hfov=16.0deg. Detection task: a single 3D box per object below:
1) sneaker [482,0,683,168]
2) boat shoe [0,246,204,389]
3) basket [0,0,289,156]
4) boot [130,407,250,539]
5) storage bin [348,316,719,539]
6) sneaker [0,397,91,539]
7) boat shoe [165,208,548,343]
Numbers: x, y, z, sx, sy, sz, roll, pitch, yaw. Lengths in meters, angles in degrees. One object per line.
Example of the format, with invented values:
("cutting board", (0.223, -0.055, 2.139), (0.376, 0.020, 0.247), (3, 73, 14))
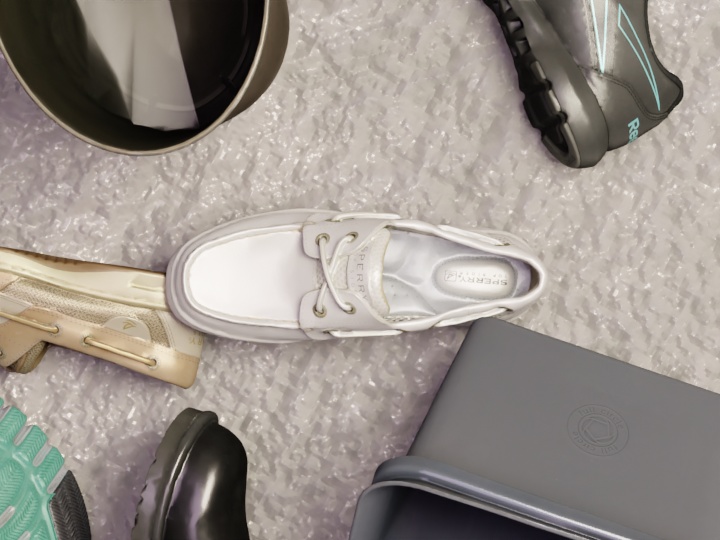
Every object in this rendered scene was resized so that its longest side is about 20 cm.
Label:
("sneaker", (0.102, -0.156, 1.354), (0.079, 0.075, 0.200), (-24, 92, -11))
("boat shoe", (-0.182, 0.022, 1.358), (0.200, 0.071, 0.065), (8, 87, 4))
("basket", (-0.102, -0.136, 1.295), (0.136, 0.200, 0.181), (-14, 85, 4))
("boot", (-0.037, 0.182, 1.333), (0.158, 0.079, 0.211), (6, 98, 12))
("storage bin", (0.108, 0.122, 1.303), (0.200, 0.146, 0.134), (19, 52, 6))
("sneaker", (-0.227, 0.098, 1.373), (0.200, 0.088, 0.074), (53, 52, -11))
("boat shoe", (0.000, 0.000, 1.326), (0.200, 0.069, 0.071), (-3, 88, -9))
